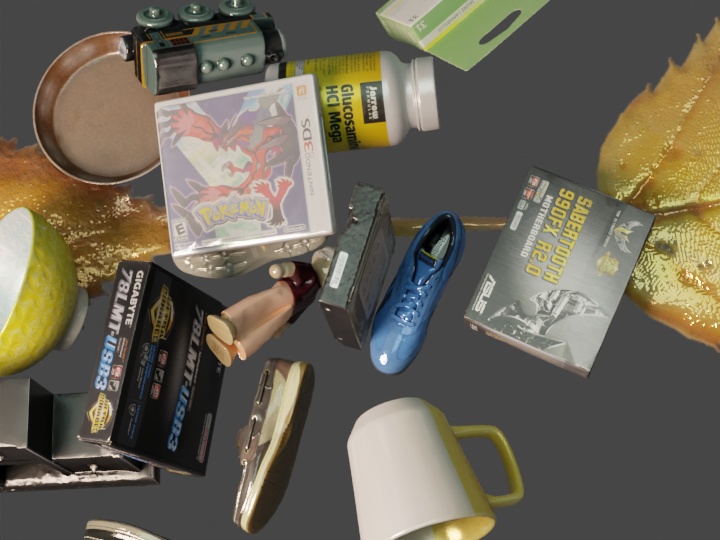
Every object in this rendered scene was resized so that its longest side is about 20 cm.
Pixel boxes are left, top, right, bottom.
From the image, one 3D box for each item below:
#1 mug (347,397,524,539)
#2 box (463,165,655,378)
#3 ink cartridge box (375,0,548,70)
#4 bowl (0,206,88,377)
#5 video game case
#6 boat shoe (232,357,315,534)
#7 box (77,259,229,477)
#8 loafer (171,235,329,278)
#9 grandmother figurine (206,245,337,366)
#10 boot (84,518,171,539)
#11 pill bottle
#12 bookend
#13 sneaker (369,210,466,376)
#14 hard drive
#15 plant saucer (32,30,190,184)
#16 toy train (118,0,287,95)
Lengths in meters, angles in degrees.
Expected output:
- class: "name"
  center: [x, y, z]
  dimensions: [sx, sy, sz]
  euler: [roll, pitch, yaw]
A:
- class: "mug"
  center: [0.066, 0.228, 1.558]
  dimensions: [0.149, 0.186, 0.154]
  euler: [-34, 60, 30]
- class: "box"
  center: [0.228, 0.001, 1.630]
  dimensions: [0.157, 0.048, 0.201]
  euler: [23, 78, 13]
- class: "ink cartridge box"
  center: [0.120, -0.315, 1.671]
  dimensions: [0.145, 0.048, 0.200]
  euler: [-41, 29, -6]
- class: "bowl"
  center: [-0.381, 0.039, 1.644]
  dimensions: [0.107, 0.199, 0.202]
  euler: [24, 74, -30]
- class: "video game case"
  center: [-0.133, -0.118, 1.626]
  dimensions: [0.198, 0.023, 0.184]
  euler: [-8, 86, 16]
- class: "boat shoe"
  center: [-0.108, 0.196, 1.607]
  dimensions: [0.064, 0.073, 0.202]
  euler: [13, 73, 21]
- class: "box"
  center: [-0.219, 0.112, 1.570]
  dimensions: [0.049, 0.198, 0.202]
  euler: [3, 73, 27]
- class: "loafer"
  center: [-0.126, -0.039, 1.677]
  dimensions: [0.198, 0.070, 0.071]
  euler: [-10, 113, 14]
- class: "grandmother figurine"
  center: [-0.085, 0.035, 1.623]
  dimensions: [0.199, 0.122, 0.061]
  euler: [-34, 71, -30]
- class: "boot"
  center: [-0.235, 0.372, 1.560]
  dimensions: [0.202, 0.074, 0.155]
  euler: [21, 73, 8]
- class: "pill bottle"
  center: [-0.008, -0.199, 1.678]
  dimensions: [0.198, 0.113, 0.114]
  euler: [-6, 74, 5]
- class: "bookend"
  center: [-0.339, 0.180, 1.564]
  dimensions: [0.198, 0.199, 0.093]
  euler: [-3, 72, 5]
- class: "sneaker"
  center: [0.062, 0.022, 1.628]
  dimensions: [0.065, 0.078, 0.201]
  euler: [24, 80, 10]
- class: "hard drive"
  center: [0.000, 0.000, 1.577]
  dimensions: [0.037, 0.200, 0.141]
  euler: [16, 76, 8]
- class: "plant saucer"
  center: [-0.304, -0.197, 1.753]
  dimensions: [0.198, 0.035, 0.202]
  euler: [-1, 74, 5]
- class: "toy train"
  center: [-0.185, -0.267, 1.697]
  dimensions: [0.198, 0.086, 0.114]
  euler: [-12, 40, -23]
